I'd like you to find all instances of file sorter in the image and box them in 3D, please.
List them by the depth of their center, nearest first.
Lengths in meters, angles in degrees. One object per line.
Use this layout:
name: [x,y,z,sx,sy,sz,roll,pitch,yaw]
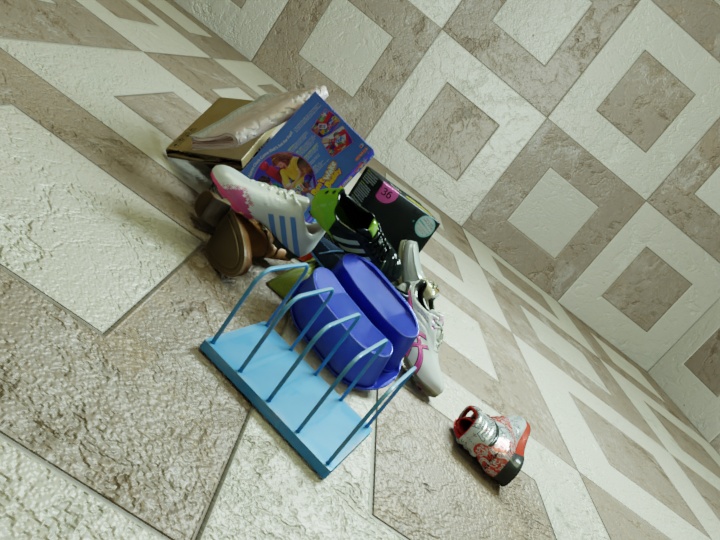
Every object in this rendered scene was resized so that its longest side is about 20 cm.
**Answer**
file sorter: [-0.052,0.101,0.689,0.200,0.123,0.138,42,16,13]

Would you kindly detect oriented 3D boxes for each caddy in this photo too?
caddy: [-0.013,0.076,0.864,0.140,0.105,0.201,-26,69,-44]

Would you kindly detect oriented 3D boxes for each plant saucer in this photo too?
plant saucer: [-0.036,0.048,1.002,0.199,0.048,0.200,40,16,4]

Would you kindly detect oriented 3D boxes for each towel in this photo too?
towel: [-0.180,-0.264,1.027,0.190,0.199,0.033,12,-47,50]

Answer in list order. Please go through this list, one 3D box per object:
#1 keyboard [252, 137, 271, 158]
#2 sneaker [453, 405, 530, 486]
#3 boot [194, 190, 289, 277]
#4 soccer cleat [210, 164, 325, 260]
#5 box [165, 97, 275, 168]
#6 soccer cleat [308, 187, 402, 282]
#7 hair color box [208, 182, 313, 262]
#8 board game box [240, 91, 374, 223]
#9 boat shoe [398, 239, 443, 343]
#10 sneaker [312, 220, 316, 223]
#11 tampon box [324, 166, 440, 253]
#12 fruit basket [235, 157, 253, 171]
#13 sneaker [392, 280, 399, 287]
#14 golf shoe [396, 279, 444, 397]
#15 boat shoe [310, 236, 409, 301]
keyboard: [-0.162,-0.194,1.137,0.200,0.021,0.127,44,40,6]
sneaker: [0.210,0.251,0.957,0.108,0.067,0.201,43,19,7]
boot: [-0.168,-0.037,0.926,0.154,0.077,0.200,29,11,-42]
soccer cleat: [-0.129,-0.101,0.880,0.200,0.086,0.070,43,14,-37]
box: [-0.244,-0.264,1.122,0.161,0.022,0.201,11,45,18]
soccer cleat: [0.006,-0.047,0.894,0.080,0.068,0.200,-4,-39,50]
hair color box: [-0.169,-0.100,1.084,0.198,0.064,0.111,25,22,-36]
board game box: [-0.092,-0.166,0.969,0.134,0.200,0.045,45,3,5]
boat shoe: [0.112,0.042,1.094,0.075,0.067,0.204,-11,94,-69]
sneaker: [-0.114,-0.161,1.052,0.078,0.090,0.202,7,51,-45]
tampon box: [0.028,-0.068,1.167,0.149,0.201,0.127,30,13,-25]
fruit basket: [-0.230,-0.218,1.219,0.199,0.094,0.185,37,16,4]
sneaker: [0.049,0.029,1.105,0.070,0.080,0.201,22,-27,56]
golf shoe: [0.103,0.109,0.997,0.072,0.091,0.203,33,34,-61]
boat shoe: [0.000,0.000,0.997,0.199,0.069,0.084,40,16,5]
